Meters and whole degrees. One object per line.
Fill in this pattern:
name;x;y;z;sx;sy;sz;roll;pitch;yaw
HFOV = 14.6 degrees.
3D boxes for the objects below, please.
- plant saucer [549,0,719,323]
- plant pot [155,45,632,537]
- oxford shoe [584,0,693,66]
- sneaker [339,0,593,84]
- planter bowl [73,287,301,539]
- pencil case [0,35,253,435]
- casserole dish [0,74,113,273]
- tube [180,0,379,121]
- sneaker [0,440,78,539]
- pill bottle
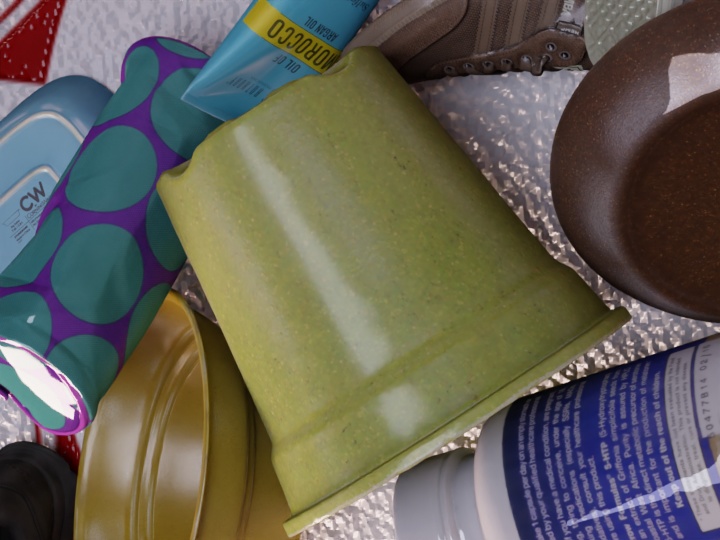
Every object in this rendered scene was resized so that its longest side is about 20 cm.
plant saucer;0.189;-0.042;1.326;0.199;0.037;0.201;-1;130;-1
plant pot;0.000;0.000;1.377;0.200;0.200;0.185;-34;88;23
oxford shoe;0.149;-0.185;1.319;0.075;0.058;0.201;18;105;49
sneaker;0.083;-0.124;1.401;0.199;0.070;0.076;-27;88;24
planter bowl;-0.080;0.114;1.472;0.083;0.200;0.201;10;106;-23
pencil case;-0.130;-0.020;1.443;0.092;0.085;0.201;5;58;47
casserole dish;-0.186;-0.018;1.542;0.200;0.039;0.121;-39;83;21
tube;-0.010;-0.155;1.423;0.200;0.077;0.050;-54;42;8
sneaker;-0.208;0.198;1.555;0.076;0.091;0.201;6;102;19
pill bottle;0.123;0.111;1.393;0.199;0.120;0.120;-19;91;23
